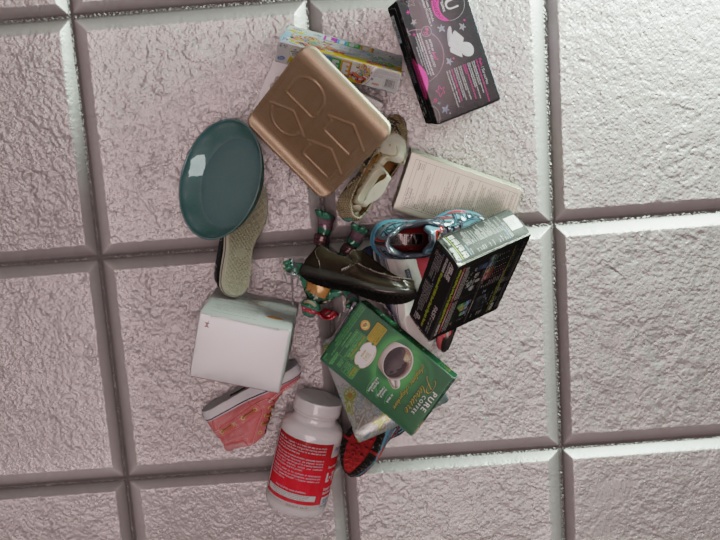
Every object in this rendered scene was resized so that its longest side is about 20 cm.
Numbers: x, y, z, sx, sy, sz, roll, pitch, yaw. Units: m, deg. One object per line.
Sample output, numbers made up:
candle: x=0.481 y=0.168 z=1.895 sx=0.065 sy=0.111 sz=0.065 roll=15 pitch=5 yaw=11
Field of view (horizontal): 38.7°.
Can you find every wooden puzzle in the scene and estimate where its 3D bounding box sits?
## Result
wooden puzzle: x=-0.063 y=-0.235 z=1.615 sx=0.185 sy=0.046 sz=0.200 roll=44 pitch=135 yaw=-6

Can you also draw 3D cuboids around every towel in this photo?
towel: x=0.038 y=0.170 z=1.739 sx=0.169 sy=0.048 sz=0.202 roll=-26 pitch=60 yaw=4

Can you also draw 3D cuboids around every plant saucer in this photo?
plant saucer: x=-0.222 y=-0.147 z=1.689 sx=0.198 sy=0.036 sz=0.204 roll=-9 pitch=75 yaw=38

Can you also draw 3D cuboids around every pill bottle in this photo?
pill bottle: x=-0.093 y=0.315 z=1.784 sx=0.110 sy=0.112 sz=0.203 roll=13 pitch=101 yaw=-2

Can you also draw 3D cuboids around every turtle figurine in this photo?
turtle figurine: x=-0.064 y=0.008 z=1.733 sx=0.148 sy=0.101 sz=0.203 roll=20 pitch=87 yaw=-11

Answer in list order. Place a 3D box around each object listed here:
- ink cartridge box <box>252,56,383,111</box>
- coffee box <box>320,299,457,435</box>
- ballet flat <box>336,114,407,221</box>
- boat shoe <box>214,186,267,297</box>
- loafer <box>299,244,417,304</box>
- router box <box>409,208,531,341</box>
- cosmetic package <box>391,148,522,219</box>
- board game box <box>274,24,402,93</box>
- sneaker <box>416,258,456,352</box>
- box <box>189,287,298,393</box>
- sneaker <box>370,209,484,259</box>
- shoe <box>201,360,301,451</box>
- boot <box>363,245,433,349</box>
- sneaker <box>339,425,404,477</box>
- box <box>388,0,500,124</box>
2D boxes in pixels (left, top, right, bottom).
ink cartridge box: x=-0.073 y=-0.267 z=1.695 sx=0.198 sy=0.067 sz=0.117 roll=24 pitch=101 yaw=-5
coffee box: x=0.046 y=0.156 z=1.659 sx=0.199 sy=0.044 sz=0.124 roll=37 pitch=100 yaw=11
ballet flat: x=0.033 y=-0.165 z=1.689 sx=0.068 sy=0.075 sz=0.202 roll=35 pitch=83 yaw=-29
boat shoe: x=-0.207 y=-0.056 z=1.736 sx=0.074 sy=0.062 sz=0.203 roll=13 pitch=85 yaw=-29
loafer: x=0.000 y=0.000 z=1.639 sx=0.197 sy=0.073 sz=0.072 roll=15 pitch=76 yaw=13
router box: x=0.170 y=0.009 z=1.623 sx=0.148 sy=0.201 sz=0.062 roll=-23 pitch=60 yaw=-28
cosmetic package: x=0.160 y=-0.124 z=1.720 sx=0.197 sy=0.073 sz=0.105 roll=19 pitch=101 yaw=-3
board game box: x=-0.031 y=-0.341 z=1.646 sx=0.197 sy=0.135 sz=0.035 roll=14 pitch=113 yaw=-3
sneaker: x=0.122 y=0.038 z=1.762 sx=0.085 sy=0.074 sz=0.204 roll=-2 pitch=94 yaw=11
box: x=-0.189 y=0.111 z=1.701 sx=0.150 sy=0.200 sz=0.108 roll=11 pitch=101 yaw=-1
sneaker: x=0.119 y=-0.047 z=1.638 sx=0.197 sy=0.096 sz=0.081 roll=-9 pitch=99 yaw=-7
shoe: x=-0.175 y=0.239 z=1.795 sx=0.198 sy=0.072 sz=0.092 roll=-28 pitch=101 yaw=11
boot: x=0.062 y=0.045 z=1.729 sx=0.072 sy=0.090 sz=0.203 roll=-6 pitch=81 yaw=-40
sneaker: x=0.045 y=0.278 z=1.785 sx=0.095 sy=0.079 sz=0.201 roll=30 pitch=94 yaw=-50
box: x=0.133 y=-0.349 z=1.646 sx=0.113 sy=0.132 sz=0.203 roll=-20 pitch=100 yaw=-2
